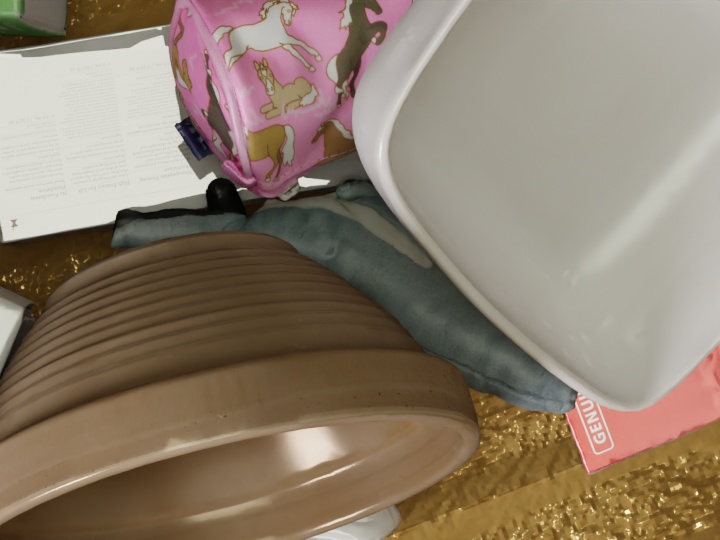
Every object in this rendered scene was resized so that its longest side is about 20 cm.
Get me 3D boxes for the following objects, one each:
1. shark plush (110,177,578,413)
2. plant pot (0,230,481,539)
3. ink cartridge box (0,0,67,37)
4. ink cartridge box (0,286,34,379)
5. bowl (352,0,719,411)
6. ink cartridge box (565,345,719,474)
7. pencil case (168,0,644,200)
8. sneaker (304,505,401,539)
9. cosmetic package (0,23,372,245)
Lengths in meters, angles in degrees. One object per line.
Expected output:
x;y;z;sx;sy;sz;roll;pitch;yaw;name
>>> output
0.000;0.000;0.836;0.199;0.084;0.091;25;130;-19;shark plush
-0.061;0.046;0.754;0.199;0.201;0.094;-14;73;-5;plant pot
-0.224;-0.173;0.831;0.198;0.084;0.148;1;93;6;ink cartridge box
-0.241;0.039;0.765;0.199;0.087;0.146;25;88;-8;ink cartridge box
0.097;-0.070;0.782;0.200;0.075;0.200;-49;125;-3;bowl
0.150;-0.031;0.904;0.175;0.045;0.202;-22;91;-6;ink cartridge box
0.021;-0.098;0.821;0.199;0.087;0.083;-22;50;-20;pencil case
-0.088;0.096;0.875;0.198;0.078;0.100;-14;84;-14;sneaker
-0.064;-0.067;0.882;0.198;0.051;0.083;-9;88;-5;cosmetic package
